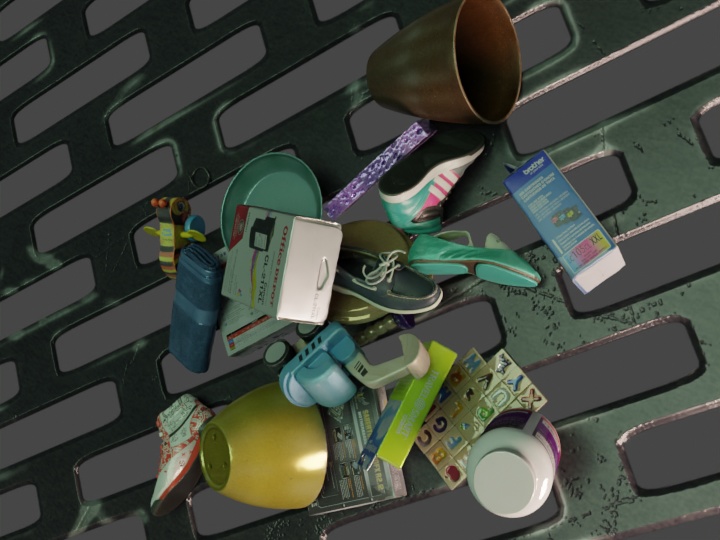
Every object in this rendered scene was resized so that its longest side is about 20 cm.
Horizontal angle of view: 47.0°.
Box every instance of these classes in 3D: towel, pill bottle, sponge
[{"bbox_3d":[-0.278,0.066,1.413,0.111,0.048,0.203,34,120,44],"label":"towel"},{"bbox_3d":[0.202,0.254,1.093,0.110,0.200,0.115,1,92,18],"label":"pill bottle"},{"bbox_3d":[0.031,-0.159,1.294,0.199,0.112,0.030,-41,92,17],"label":"sponge"}]

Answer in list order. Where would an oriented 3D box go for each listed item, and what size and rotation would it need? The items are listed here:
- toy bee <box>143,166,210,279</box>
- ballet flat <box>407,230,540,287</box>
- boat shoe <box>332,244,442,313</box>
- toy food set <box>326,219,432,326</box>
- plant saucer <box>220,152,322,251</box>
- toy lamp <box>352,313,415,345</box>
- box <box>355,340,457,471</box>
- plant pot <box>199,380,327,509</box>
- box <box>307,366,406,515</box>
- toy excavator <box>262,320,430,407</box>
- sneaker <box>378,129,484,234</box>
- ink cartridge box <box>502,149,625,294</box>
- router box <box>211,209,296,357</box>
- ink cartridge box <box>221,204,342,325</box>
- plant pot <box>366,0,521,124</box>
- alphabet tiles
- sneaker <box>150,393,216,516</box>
[{"bbox_3d":[-0.337,-0.087,1.477,0.129,0.108,0.204,-18,75,26],"label":"toy bee"},{"bbox_3d":[0.168,-0.024,1.216,0.196,0.067,0.072,7,71,10],"label":"ballet flat"},{"bbox_3d":[0.025,0.004,1.205,0.197,0.062,0.075,20,53,26],"label":"boat shoe"},{"bbox_3d":[0.000,0.000,1.287,0.198,0.049,0.199,-32,53,-7],"label":"toy food set"},{"bbox_3d":[-0.140,-0.091,1.360,0.197,0.036,0.204,-4,82,26],"label":"plant saucer"},{"bbox_3d":[-0.008,0.114,1.310,0.198,0.058,0.059,-29,71,20],"label":"toy lamp"},{"bbox_3d":[0.065,0.201,1.193,0.047,0.122,0.202,29,80,-2],"label":"box"},{"bbox_3d":[-0.164,0.277,1.278,0.198,0.140,0.204,2,93,51],"label":"plant pot"},{"bbox_3d":[-0.024,0.268,1.301,0.156,0.048,0.204,-19,75,23],"label":"box"},{"bbox_3d":[-0.017,0.139,1.185,0.194,0.100,0.200,-42,40,-5],"label":"toy excavator"},{"bbox_3d":[0.114,-0.122,1.265,0.199,0.122,0.083,-33,49,-22],"label":"sneaker"},{"bbox_3d":[0.273,-0.077,1.144,0.076,0.136,0.202,-35,69,13],"label":"ink cartridge box"},{"bbox_3d":[-0.161,0.025,1.403,0.198,0.049,0.182,-27,72,22],"label":"router box"},{"bbox_3d":[-0.121,-0.014,1.225,0.199,0.082,0.149,15,95,57],"label":"ink cartridge box"},{"bbox_3d":[0.111,-0.304,1.249,0.198,0.185,0.191,-1,82,40],"label":"plant pot"},{"bbox_3d":[0.173,0.221,1.229,0.200,0.006,0.167,-46,66,15],"label":"alphabet tiles"},{"bbox_3d":[-0.323,0.315,1.440,0.107,0.067,0.203,36,96,27],"label":"sneaker"}]
